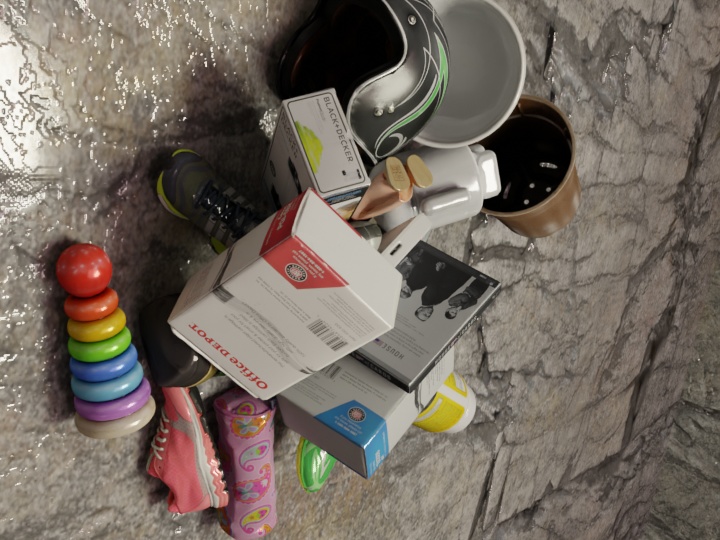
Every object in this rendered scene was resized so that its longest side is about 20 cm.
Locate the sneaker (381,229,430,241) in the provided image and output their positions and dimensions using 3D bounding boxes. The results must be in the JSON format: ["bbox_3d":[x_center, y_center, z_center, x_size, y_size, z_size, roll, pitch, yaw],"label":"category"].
[{"bbox_3d":[0.058,-0.028,1.249,0.201,0.070,0.082,-56,141,-16],"label":"sneaker"}]

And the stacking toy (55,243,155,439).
[{"bbox_3d":[-0.269,0.068,0.869,0.085,0.085,0.202,-25,119,-44],"label":"stacking toy"}]

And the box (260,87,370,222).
[{"bbox_3d":[-0.057,-0.100,0.939,0.059,0.200,0.118,-16,78,-19],"label":"box"}]

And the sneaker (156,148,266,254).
[{"bbox_3d":[-0.150,-0.066,0.949,0.074,0.080,0.200,-61,143,-13],"label":"sneaker"}]

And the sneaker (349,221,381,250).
[{"bbox_3d":[-0.032,0.005,0.982,0.079,0.075,0.200,-22,167,-29],"label":"sneaker"}]

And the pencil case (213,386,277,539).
[{"bbox_3d":[-0.147,0.248,1.096,0.087,0.087,0.203,-20,120,-46],"label":"pencil case"}]

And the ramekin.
[{"bbox_3d":[0.122,-0.269,1.119,0.105,0.198,0.203,-42,141,-70],"label":"ramekin"}]

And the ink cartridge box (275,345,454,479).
[{"bbox_3d":[0.010,0.140,1.082,0.200,0.144,0.084,-47,148,-29],"label":"ink cartridge box"}]

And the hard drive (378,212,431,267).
[{"bbox_3d":[0.000,0.000,1.098,0.026,0.200,0.132,48,60,-8],"label":"hard drive"}]

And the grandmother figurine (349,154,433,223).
[{"bbox_3d":[-0.002,-0.078,1.068,0.120,0.200,0.061,-1,69,-36],"label":"grandmother figurine"}]

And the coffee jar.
[{"bbox_3d":[-0.161,0.077,0.983,0.199,0.085,0.105,1,65,-52],"label":"coffee jar"}]

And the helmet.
[{"bbox_3d":[0.015,-0.244,0.997,0.192,0.199,0.200,-54,142,-3],"label":"helmet"}]

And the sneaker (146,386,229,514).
[{"bbox_3d":[-0.218,0.208,0.998,0.086,0.074,0.202,-17,111,-12],"label":"sneaker"}]

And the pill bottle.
[{"bbox_3d":[0.110,0.202,1.384,0.200,0.113,0.115,36,77,-53],"label":"pill bottle"}]

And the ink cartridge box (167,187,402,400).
[{"bbox_3d":[-0.078,0.030,0.871,0.147,0.199,0.083,43,36,-23],"label":"ink cartridge box"}]

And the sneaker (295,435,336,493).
[{"bbox_3d":[-0.017,0.214,1.143,0.201,0.083,0.074,-54,142,-18],"label":"sneaker"}]

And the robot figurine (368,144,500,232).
[{"bbox_3d":[0.093,-0.115,1.169,0.198,0.170,0.114,-17,110,-8],"label":"robot figurine"}]

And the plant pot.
[{"bbox_3d":[0.272,-0.153,1.379,0.198,0.199,0.202,32,80,-60],"label":"plant pot"}]

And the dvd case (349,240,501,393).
[{"bbox_3d":[0.065,0.050,1.082,0.200,0.149,0.025,-44,148,-28],"label":"dvd case"}]
